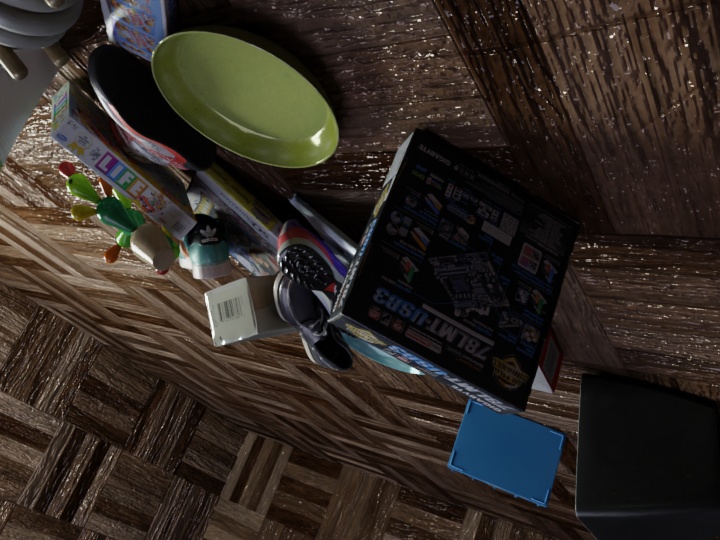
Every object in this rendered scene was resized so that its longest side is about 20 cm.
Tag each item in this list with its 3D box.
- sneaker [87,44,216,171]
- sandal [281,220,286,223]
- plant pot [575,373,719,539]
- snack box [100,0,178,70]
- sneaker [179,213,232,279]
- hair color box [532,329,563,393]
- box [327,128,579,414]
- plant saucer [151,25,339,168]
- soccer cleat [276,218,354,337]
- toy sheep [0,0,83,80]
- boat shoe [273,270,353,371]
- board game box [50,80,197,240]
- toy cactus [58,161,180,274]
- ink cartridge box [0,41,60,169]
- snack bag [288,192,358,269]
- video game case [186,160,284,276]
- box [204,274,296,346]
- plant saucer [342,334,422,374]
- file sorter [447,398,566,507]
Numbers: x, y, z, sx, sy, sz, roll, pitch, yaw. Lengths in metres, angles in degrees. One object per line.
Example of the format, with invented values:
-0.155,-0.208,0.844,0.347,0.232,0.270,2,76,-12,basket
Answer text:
-0.260,-0.177,0.778,0.106,0.069,0.201,11,165,28,sneaker
-0.047,0.006,0.974,0.202,0.045,0.075,54,161,3,sandal
0.417,0.276,0.968,0.174,0.204,0.200,-6,145,30,plant pot
-0.201,-0.258,0.610,0.071,0.025,0.200,25,158,-3,snack box
-0.222,-0.043,0.978,0.070,0.082,0.199,-9,-169,-21,sneaker
0.180,0.107,0.986,0.196,0.065,0.111,8,155,33,hair color box
0.094,0.001,0.646,0.197,0.202,0.050,27,160,-11,box
-0.109,-0.174,0.681,0.195,0.032,0.201,18,159,7,plant saucer
-0.035,0.013,0.889,0.067,0.074,0.200,-32,126,18,soccer cleat
-0.298,-0.248,0.581,0.137,0.140,0.199,35,129,-26,toy sheep
-0.057,0.069,0.943,0.062,0.073,0.202,23,150,36,boat shoe
-0.300,-0.139,0.871,0.200,0.034,0.135,44,-173,-38,board game box
-0.295,-0.048,0.879,0.164,0.102,0.201,37,164,40,toy cactus
-0.382,-0.190,0.716,0.047,0.204,0.145,24,159,-9,ink cartridge box
0.000,0.000,0.889,0.188,0.021,0.201,41,173,41,snack bag
-0.172,-0.061,0.972,0.180,0.026,0.199,42,157,-9,video game case
-0.120,0.053,1.004,0.093,0.080,0.198,-18,172,33,box
0.048,0.129,1.225,0.196,0.028,0.201,22,159,9,plant saucer
0.288,0.368,1.367,0.196,0.141,0.123,18,161,14,file sorter
